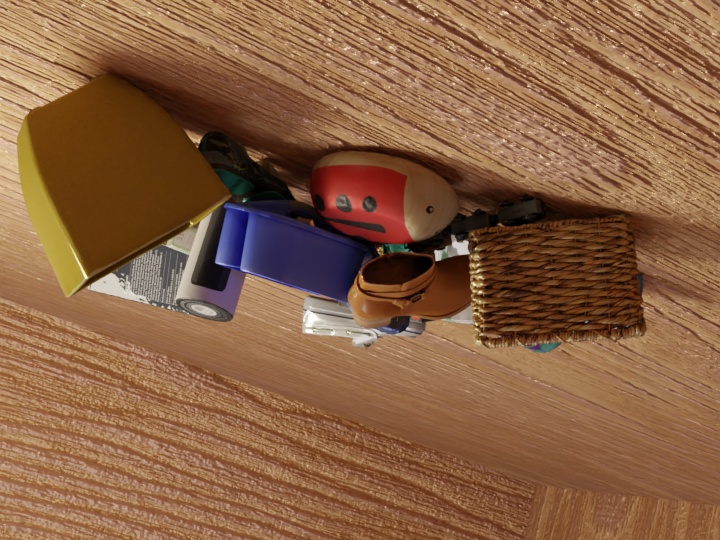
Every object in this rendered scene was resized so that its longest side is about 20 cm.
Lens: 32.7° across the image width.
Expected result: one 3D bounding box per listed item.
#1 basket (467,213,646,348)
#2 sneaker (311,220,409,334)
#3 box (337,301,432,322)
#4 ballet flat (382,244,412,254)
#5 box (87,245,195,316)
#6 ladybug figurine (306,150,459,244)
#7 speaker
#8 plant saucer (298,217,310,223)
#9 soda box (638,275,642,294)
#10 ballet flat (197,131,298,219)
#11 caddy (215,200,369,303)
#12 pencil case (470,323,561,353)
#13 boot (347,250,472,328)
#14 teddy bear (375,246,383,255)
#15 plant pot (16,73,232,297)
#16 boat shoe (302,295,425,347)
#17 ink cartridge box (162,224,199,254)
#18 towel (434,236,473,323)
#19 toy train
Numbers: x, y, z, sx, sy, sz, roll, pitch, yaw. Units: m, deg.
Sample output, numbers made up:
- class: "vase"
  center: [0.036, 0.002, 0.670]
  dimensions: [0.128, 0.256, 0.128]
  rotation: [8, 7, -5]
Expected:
- class: "basket"
  center: [0.230, 0.031, 1.458]
  dimensions: [0.198, 0.150, 0.143]
  rotation: [-6, 163, 7]
- class: "sneaker"
  center: [0.000, 0.000, 1.647]
  dimensions: [0.201, 0.075, 0.078]
  rotation: [55, 171, 0]
- class: "box"
  center: [0.063, 0.047, 1.908]
  dimensions: [0.136, 0.038, 0.200]
  rotation: [11, -176, 19]
- class: "ballet flat"
  center: [0.060, -0.045, 1.629]
  dimensions: [0.070, 0.068, 0.200]
  rotation: [-3, 167, 2]
- class: "box"
  center: [-0.313, -0.011, 1.963]
  dimensions: [0.198, 0.105, 0.148]
  rotation: [13, -165, 10]
- class: "ladybug figurine"
  center: [0.019, -0.081, 1.465]
  dimensions: [0.199, 0.072, 0.136]
  rotation: [9, 150, 30]
- class: "speaker"
  center: [-0.177, -0.039, 1.619]
  dimensions: [0.081, 0.201, 0.081]
  rotation: [14, 161, 5]
- class: "plant saucer"
  center: [-0.172, -0.084, 1.782]
  dimensions: [0.199, 0.037, 0.201]
  rotation: [15, 165, 4]
- class: "soda box"
  center: [0.278, 0.026, 1.662]
  dimensions: [0.199, 0.065, 0.068]
  rotation: [11, 165, 17]
- class: "ballet flat"
  center: [-0.138, -0.119, 1.548]
  dimensions: [0.074, 0.075, 0.200]
  rotation: [7, 165, 29]
- class: "caddy"
  center: [-0.084, -0.033, 1.532]
  dimensions: [0.199, 0.106, 0.141]
  rotation: [19, 178, -37]
- class: "pencil case"
  center: [0.213, 0.051, 1.790]
  dimensions: [0.199, 0.093, 0.085]
  rotation: [22, -160, -35]
- class: "boot"
  center: [0.081, 0.010, 1.504]
  dimensions: [0.199, 0.074, 0.155]
  rotation: [-22, 161, -11]
- class: "teddy bear"
  center: [0.034, -0.009, 1.812]
  dimensions: [0.199, 0.067, 0.145]
  rotation: [7, -178, 27]
- class: "plant pot"
  center: [-0.300, -0.111, 1.447]
  dimensions: [0.201, 0.195, 0.194]
  rotation: [60, 158, -3]
- class: "boat shoe"
  center: [0.004, 0.089, 1.935]
  dimensions: [0.199, 0.067, 0.074]
  rotation: [11, -176, 16]
- class: "ink cartridge box"
  center: [-0.294, -0.073, 1.819]
  dimensions: [0.199, 0.048, 0.146]
  rotation: [23, -171, -27]
- class: "towel"
  center: [0.194, 0.017, 1.614]
  dimensions: [0.199, 0.031, 0.150]
  rotation: [7, 126, 23]
- class: "toy train"
  center: [0.137, -0.053, 1.489]
  dimensions: [0.199, 0.034, 0.046]
  rotation: [-15, 167, 36]
